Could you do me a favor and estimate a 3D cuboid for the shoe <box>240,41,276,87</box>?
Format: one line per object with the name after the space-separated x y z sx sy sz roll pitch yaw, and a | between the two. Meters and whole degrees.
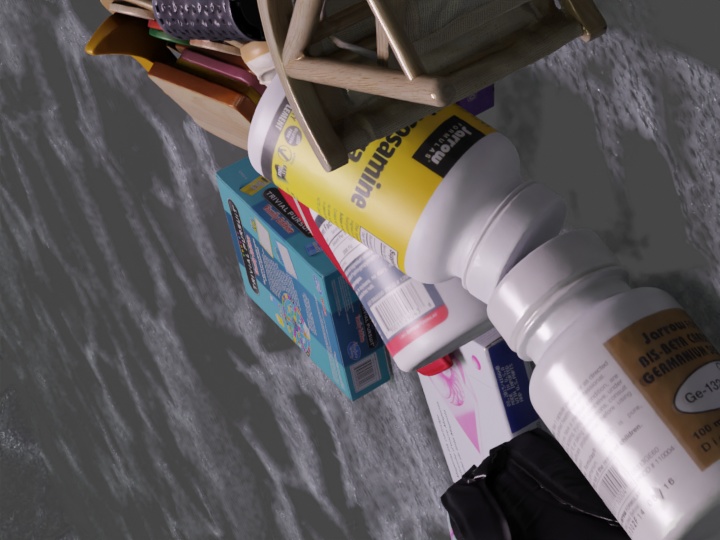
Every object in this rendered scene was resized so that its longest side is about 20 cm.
-0.029 -0.151 1.484 0.054 0.070 0.200 63 -163 4 | shoe

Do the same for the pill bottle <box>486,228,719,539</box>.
0.171 0.076 1.290 0.200 0.114 0.115 53 160 23 | pill bottle

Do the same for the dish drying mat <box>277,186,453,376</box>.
0.000 0.000 1.612 0.200 0.018 0.077 53 166 -1 | dish drying mat

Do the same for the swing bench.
0.062 -0.164 1.114 0.130 0.198 0.200 63 161 -3 | swing bench

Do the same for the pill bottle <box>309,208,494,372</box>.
0.032 -0.040 1.491 0.201 0.119 0.120 60 161 7 | pill bottle

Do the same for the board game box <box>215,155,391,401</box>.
-0.053 0.004 1.891 0.200 0.047 0.152 43 154 45 | board game box

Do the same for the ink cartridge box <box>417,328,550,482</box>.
0.086 0.104 1.674 0.200 0.043 0.197 30 144 56 | ink cartridge box

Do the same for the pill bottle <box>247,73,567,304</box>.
0.032 -0.064 1.363 0.199 0.113 0.113 34 152 18 | pill bottle

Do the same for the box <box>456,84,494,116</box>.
0.021 -0.210 1.407 0.200 0.039 0.137 50 159 33 | box

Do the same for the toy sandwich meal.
-0.121 -0.153 1.598 0.204 0.071 0.205 24 176 2 | toy sandwich meal

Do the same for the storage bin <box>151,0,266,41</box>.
-0.058 -0.250 1.313 0.093 0.135 0.202 10 106 51 | storage bin

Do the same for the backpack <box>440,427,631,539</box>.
0.143 0.210 1.501 0.200 0.166 0.127 45 161 56 | backpack
